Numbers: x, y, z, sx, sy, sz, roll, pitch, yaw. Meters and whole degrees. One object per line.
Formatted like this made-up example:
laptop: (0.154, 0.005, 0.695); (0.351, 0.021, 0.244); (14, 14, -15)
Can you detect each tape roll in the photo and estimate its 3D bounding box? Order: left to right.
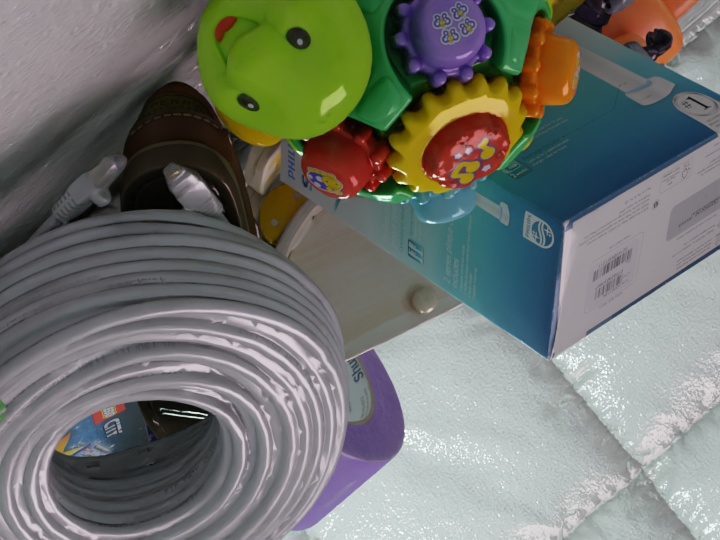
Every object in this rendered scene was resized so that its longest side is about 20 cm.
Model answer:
tape roll: (-0.066, 0.079, 1.240); (0.085, 0.200, 0.200); (-42, 175, 20)

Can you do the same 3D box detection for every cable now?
cable: (-0.098, 0.066, 0.758); (0.200, 0.069, 0.200); (-40, 132, 13)

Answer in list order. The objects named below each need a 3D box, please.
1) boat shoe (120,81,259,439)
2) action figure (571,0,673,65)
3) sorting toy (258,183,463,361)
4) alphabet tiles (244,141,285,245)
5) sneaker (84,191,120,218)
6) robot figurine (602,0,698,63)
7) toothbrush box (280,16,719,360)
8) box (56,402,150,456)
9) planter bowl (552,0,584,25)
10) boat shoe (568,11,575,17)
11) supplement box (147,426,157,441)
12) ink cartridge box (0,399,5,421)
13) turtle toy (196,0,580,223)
boat shoe: (-0.073, 0.003, 0.818); (0.068, 0.071, 0.201); (-95, -174, -45)
action figure: (0.152, -0.179, 1.093); (0.069, 0.130, 0.201); (-34, 162, -47)
sorting toy: (0.000, 0.000, 1.048); (0.199, 0.107, 0.180); (-25, 174, -17)
alphabet tiles: (-0.045, -0.040, 1.040); (0.196, 0.015, 0.201); (-51, 168, -33)
sneaker: (-0.141, 0.012, 0.917); (0.087, 0.075, 0.200); (-21, 157, -39)
robot figurine: (0.147, -0.162, 1.236); (0.200, 0.144, 0.117); (-41, 147, 7)
toothbrush box: (0.074, -0.063, 0.892); (0.146, 0.200, 0.086); (-29, 139, -34)
box: (-0.178, 0.077, 0.866); (0.136, 0.038, 0.200); (-27, 159, -14)
planter bowl: (0.079, -0.164, 0.845); (0.200, 0.084, 0.200); (-41, 176, -3)
boat shoe: (0.103, -0.171, 1.038); (0.066, 0.075, 0.200); (-29, 165, -10)
supplement box: (-0.212, 0.195, 1.129); (0.200, 0.135, 0.199); (-38, -160, -23)
ink cartridge box: (-0.245, 0.094, 0.620); (0.146, 0.084, 0.200); (-43, 174, 30)
turtle toy: (0.010, -0.085, 0.726); (0.199, 0.101, 0.146); (13, 128, -43)
